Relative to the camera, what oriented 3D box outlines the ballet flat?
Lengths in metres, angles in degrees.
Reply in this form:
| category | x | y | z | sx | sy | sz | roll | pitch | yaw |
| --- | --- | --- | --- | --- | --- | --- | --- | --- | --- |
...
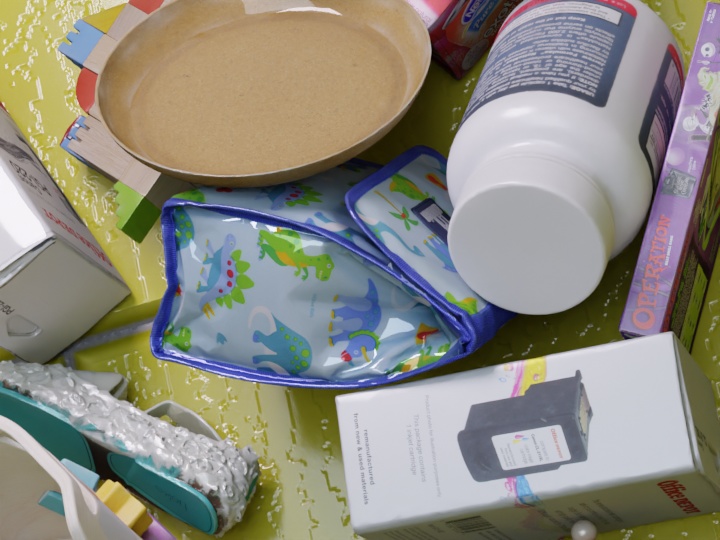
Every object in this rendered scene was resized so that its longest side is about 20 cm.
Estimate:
| category | x | y | z | sx | sy | sz | roll | pitch | yaw |
| --- | --- | --- | --- | --- | --- | --- | --- | --- | --- |
| ballet flat | -0.147 | 0.101 | 1.652 | 0.200 | 0.072 | 0.072 | 26 | 84 | 19 |

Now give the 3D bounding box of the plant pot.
| category | x | y | z | sx | sy | sz | roll | pitch | yaw |
| --- | --- | --- | --- | --- | --- | --- | --- | --- | --- |
| plant pot | -0.056 | -0.109 | 1.556 | 0.200 | 0.028 | 0.200 | -6 | 41 | 5 |

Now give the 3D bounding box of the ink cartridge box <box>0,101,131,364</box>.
| category | x | y | z | sx | sy | sz | roll | pitch | yaw |
| --- | --- | --- | --- | --- | --- | --- | --- | --- | --- |
| ink cartridge box | -0.248 | -0.052 | 1.670 | 0.085 | 0.146 | 0.200 | -36 | 69 | 4 |

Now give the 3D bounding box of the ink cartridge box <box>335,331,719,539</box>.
| category | x | y | z | sx | sy | sz | roll | pitch | yaw |
| --- | --- | --- | --- | --- | --- | --- | --- | --- | --- |
| ink cartridge box | 0.104 | 0.105 | 1.524 | 0.200 | 0.146 | 0.083 | -12 | 73 | 13 |

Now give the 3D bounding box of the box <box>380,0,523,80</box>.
| category | x | y | z | sx | sy | sz | roll | pitch | yaw |
| --- | --- | --- | --- | --- | --- | --- | --- | --- | --- |
| box | 0.014 | -0.226 | 1.665 | 0.200 | 0.095 | 0.100 | 42 | 89 | 22 |

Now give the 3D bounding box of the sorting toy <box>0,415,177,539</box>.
| category | x | y | z | sx | sy | sz | roll | pitch | yaw |
| --- | --- | --- | --- | --- | --- | --- | --- | --- | --- |
| sorting toy | -0.165 | 0.160 | 1.550 | 0.107 | 0.180 | 0.200 | -40 | 50 | -13 |

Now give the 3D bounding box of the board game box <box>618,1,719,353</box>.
| category | x | y | z | sx | sy | sz | roll | pitch | yaw |
| --- | --- | --- | --- | --- | --- | --- | --- | --- | --- |
| board game box | 0.196 | -0.044 | 1.549 | 0.032 | 0.120 | 0.200 | 14 | 79 | 13 |

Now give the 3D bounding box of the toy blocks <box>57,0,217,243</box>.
| category | x | y | z | sx | sy | sz | roll | pitch | yaw |
| --- | --- | --- | --- | --- | --- | --- | --- | --- | --- |
| toy blocks | -0.129 | -0.128 | 1.694 | 0.137 | 0.100 | 0.200 | 31 | 85 | 33 |

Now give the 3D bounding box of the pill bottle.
| category | x | y | z | sx | sy | sz | roll | pitch | yaw |
| --- | --- | --- | --- | --- | --- | --- | --- | --- | --- |
| pill bottle | 0.115 | -0.069 | 1.530 | 0.119 | 0.120 | 0.200 | 2 | 35 | 17 |

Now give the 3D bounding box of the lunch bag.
| category | x | y | z | sx | sy | sz | roll | pitch | yaw |
| --- | --- | --- | --- | --- | --- | --- | --- | --- | --- |
| lunch bag | 0.000 | 0.000 | 1.557 | 0.200 | 0.170 | 0.128 | 13 | 109 | 17 |

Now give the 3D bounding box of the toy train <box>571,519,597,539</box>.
| category | x | y | z | sx | sy | sz | roll | pitch | yaw |
| --- | --- | --- | --- | --- | --- | --- | --- | --- | --- |
| toy train | 0.207 | 0.198 | 1.487 | 0.200 | 0.056 | 0.150 | -17 | 100 | 9 |
